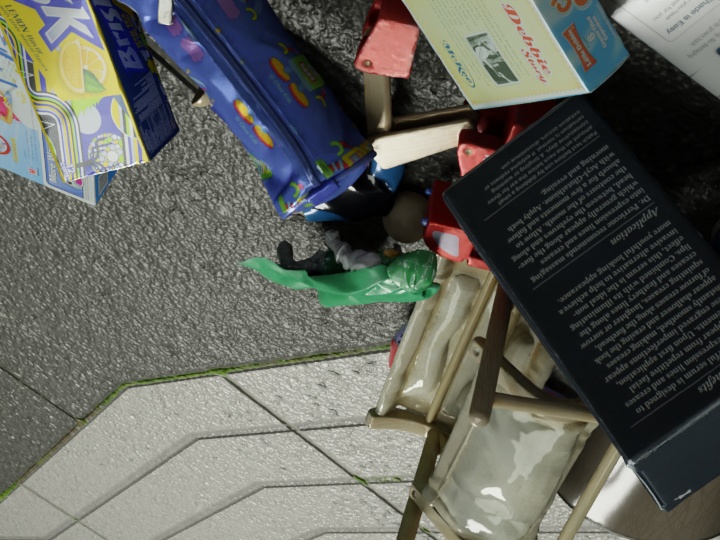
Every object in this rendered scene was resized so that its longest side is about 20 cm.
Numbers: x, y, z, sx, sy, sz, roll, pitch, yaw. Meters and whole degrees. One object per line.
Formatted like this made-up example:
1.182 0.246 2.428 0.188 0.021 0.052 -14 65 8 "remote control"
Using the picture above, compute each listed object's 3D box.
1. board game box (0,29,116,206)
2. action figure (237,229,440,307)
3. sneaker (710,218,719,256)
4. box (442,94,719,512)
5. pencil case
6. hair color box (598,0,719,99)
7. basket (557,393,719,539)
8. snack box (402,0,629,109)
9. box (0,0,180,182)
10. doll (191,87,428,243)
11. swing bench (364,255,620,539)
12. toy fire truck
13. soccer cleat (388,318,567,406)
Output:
-0.282 -0.163 0.857 0.193 0.056 0.201 23 146 2 "board game box"
0.000 0.000 0.853 0.117 0.056 0.199 13 174 -31 "action figure"
0.314 0.025 0.665 0.196 0.117 0.081 2 146 -3 "sneaker"
0.158 0.022 0.672 0.106 0.201 0.148 -35 151 6 "box"
-0.073 -0.127 0.708 0.078 0.087 0.201 -34 100 17 "pencil case"
0.199 -0.152 0.577 0.199 0.061 0.100 33 148 -12 "hair color box"
0.243 0.096 0.824 0.177 0.137 0.201 4 141 -4 "basket"
0.048 -0.178 0.584 0.201 0.037 0.116 54 162 -19 "snack box"
-0.189 -0.166 0.718 0.069 0.064 0.203 -11 113 15 "box"
-0.022 -0.085 0.811 0.199 0.049 0.136 39 137 -21 "doll"
0.095 0.117 0.848 0.128 0.201 0.201 11 126 -13 "swing bench"
0.055 -0.088 0.738 0.139 0.049 0.201 14 140 -3 "toy fire truck"
0.118 0.101 0.967 0.198 0.067 0.077 26 141 2 "soccer cleat"
